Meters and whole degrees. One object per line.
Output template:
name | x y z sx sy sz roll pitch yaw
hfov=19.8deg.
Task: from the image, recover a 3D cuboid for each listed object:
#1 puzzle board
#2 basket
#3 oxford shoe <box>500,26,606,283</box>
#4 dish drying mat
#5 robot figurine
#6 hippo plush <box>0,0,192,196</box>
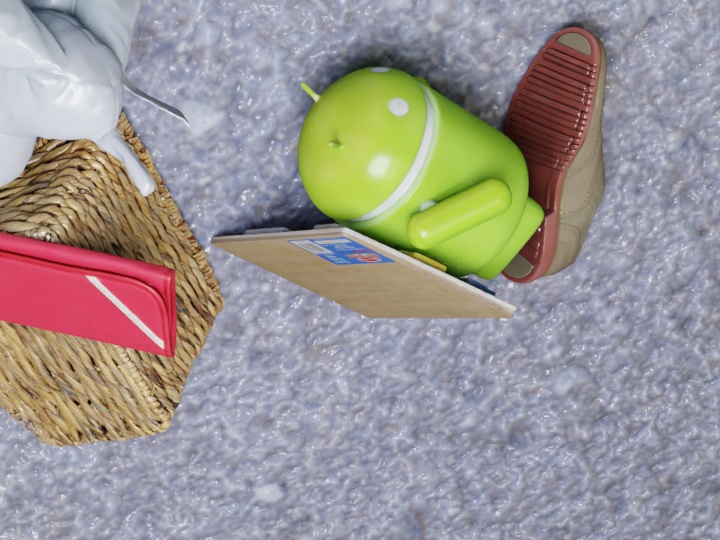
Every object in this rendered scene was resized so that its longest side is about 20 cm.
puzzle board | 0.000 0.000 1.490 0.150 0.200 0.017 26 76 -28
basket | -0.210 0.009 1.492 0.142 0.149 0.200 -10 127 27
oxford shoe | 0.153 -0.090 1.566 0.075 0.070 0.201 -9 123 -44
dish drying mat | -0.219 0.010 1.381 0.199 0.018 0.077 11 134 9
robot figurine | 0.038 -0.068 1.464 0.200 0.176 0.116 29 110 -36
hippo plush | -0.230 -0.131 1.385 0.200 0.160 0.161 45 129 -17
